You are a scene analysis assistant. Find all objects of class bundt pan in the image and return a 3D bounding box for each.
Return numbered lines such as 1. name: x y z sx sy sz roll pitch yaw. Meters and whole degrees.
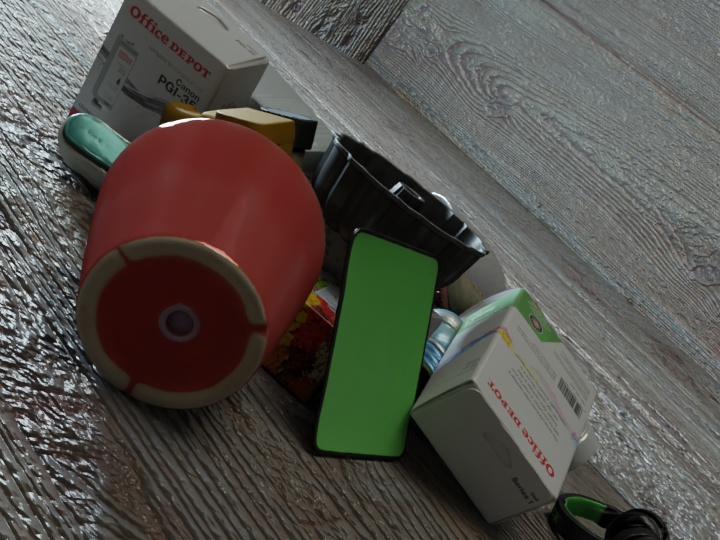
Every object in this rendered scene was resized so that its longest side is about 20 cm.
1. bundt pan: 0.031 -0.052 1.276 0.202 0.076 0.202 36 13 -9

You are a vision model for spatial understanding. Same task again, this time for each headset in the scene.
1. headset: 0.300 0.284 1.315 0.200 0.094 0.123 27 12 7

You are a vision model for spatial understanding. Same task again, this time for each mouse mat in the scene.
1. mouse mat: 0.017 0.071 1.131 0.008 0.201 0.161 9 -5 33

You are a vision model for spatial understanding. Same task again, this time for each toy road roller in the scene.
1. toy road roller: -0.136 -0.095 1.150 0.146 0.123 0.200 16 13 10

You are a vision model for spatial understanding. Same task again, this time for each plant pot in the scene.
1. plant pot: -0.130 0.003 0.974 0.200 0.201 0.177 34 22 -12

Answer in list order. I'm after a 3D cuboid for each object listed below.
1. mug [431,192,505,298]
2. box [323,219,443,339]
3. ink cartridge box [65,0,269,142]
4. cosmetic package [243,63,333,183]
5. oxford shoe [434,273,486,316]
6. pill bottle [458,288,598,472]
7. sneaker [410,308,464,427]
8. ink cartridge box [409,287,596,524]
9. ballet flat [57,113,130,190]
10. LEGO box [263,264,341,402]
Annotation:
1. mug: 0.094 0.001 1.686 0.200 0.148 0.175 8 -25 47
2. box: 0.000 0.000 1.275 0.200 0.039 0.041 44 13 26
3. ink cartridge box: -0.209 -0.180 1.306 0.146 0.200 0.083 40 29 13
4. cosmetic package: -0.120 -0.157 1.363 0.090 0.107 0.200 -4 49 -49
5. oxford shoe: 0.125 0.042 1.484 0.075 0.201 0.070 -9 9 -3
6. pill bottle: 0.188 0.130 1.413 0.200 0.111 0.111 60 9 -11
7. sneaker: 0.100 0.152 1.321 0.200 0.079 0.131 54 37 -5
8. ink cartridge box: 0.147 0.132 1.243 0.145 0.084 0.200 54 32 -9
9. ballet flat: -0.223 -0.081 1.263 0.200 0.069 0.069 38 13 2
10. LEGO box: -0.051 0.045 1.247 0.149 0.077 0.200 41 13 14
